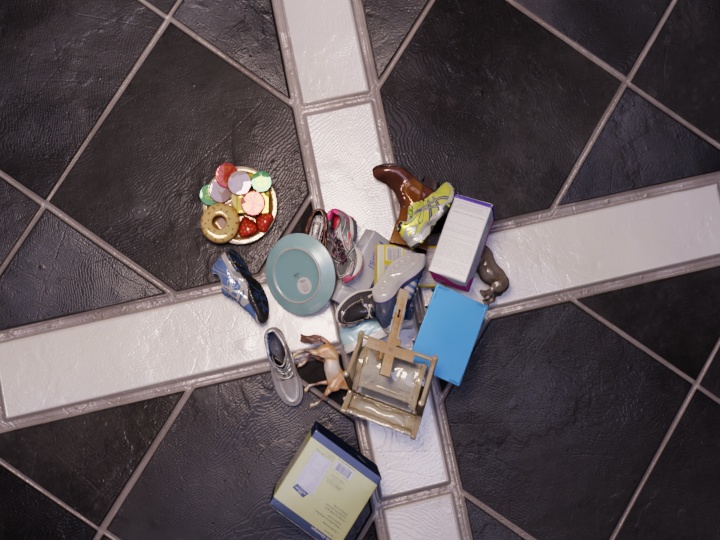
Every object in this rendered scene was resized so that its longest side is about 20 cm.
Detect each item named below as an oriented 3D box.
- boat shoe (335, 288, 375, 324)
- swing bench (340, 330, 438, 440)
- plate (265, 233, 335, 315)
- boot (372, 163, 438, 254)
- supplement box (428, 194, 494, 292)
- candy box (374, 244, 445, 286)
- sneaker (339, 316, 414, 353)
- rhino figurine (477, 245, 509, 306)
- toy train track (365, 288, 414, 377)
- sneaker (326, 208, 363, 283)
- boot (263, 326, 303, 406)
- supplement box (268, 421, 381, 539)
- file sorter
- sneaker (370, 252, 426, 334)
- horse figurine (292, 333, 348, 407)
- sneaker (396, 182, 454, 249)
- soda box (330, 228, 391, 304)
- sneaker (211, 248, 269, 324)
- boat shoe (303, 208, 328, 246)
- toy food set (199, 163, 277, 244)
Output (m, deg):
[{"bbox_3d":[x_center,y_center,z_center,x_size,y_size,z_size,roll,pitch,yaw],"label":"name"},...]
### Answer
[{"bbox_3d":[0.028,0.088,1.578,0.197,0.060,0.076,-17,121,-36],"label":"boat shoe"},{"bbox_3d":[0.064,0.272,1.512,0.194,0.202,0.132,18,54,10],"label":"swing bench"},{"bbox_3d":[-0.154,0.011,1.592,0.195,0.025,0.206,3,98,22],"label":"plate"},{"bbox_3d":[0.098,-0.154,1.621,0.184,0.068,0.205,21,69,-14],"label":"boot"},{"bbox_3d":[0.251,-0.065,1.584,0.101,0.101,0.205,17,79,18],"label":"supplement box"},{"bbox_3d":[0.126,-0.011,1.616,0.195,0.026,0.106,1,92,-24],"label":"candy box"},{"bbox_3d":[0.038,0.133,1.614,0.196,0.074,0.084,-24,84,-9],"label":"sneaker"},{"bbox_3d":[0.306,-0.016,1.645,0.086,0.060,0.203,-31,82,-3],"label":"rhino figurine"},{"bbox_3d":[0.073,0.141,1.450,0.112,0.033,0.205,19,68,-9],"label":"toy train track"},{"bbox_3d":[-0.049,-0.059,1.581,0.080,0.074,0.204,-30,52,26],"label":"sneaker"},{"bbox_3d":[-0.195,0.240,1.582,0.072,0.096,0.205,-21,87,-4],"label":"boot"},{"bbox_3d":[-0.085,0.514,1.550,0.198,0.134,0.202,35,85,0],"label":"supplement box"},{"bbox_3d":[0.206,0.157,1.596,0.136,0.123,0.205,22,86,-2],"label":"file sorter"},{"bbox_3d":[0.105,0.065,1.561,0.200,0.079,0.149,-44,129,-38],"label":"sneaker"},{"bbox_3d":[-0.090,0.245,1.610,0.129,0.050,0.205,-19,87,-4],"label":"horse figurine"},{"bbox_3d":[0.162,-0.149,1.566,0.076,0.075,0.201,39,65,-6],"label":"sneaker"},{"bbox_3d":[0.000,0.000,1.616,0.068,0.063,0.203,32,84,-22],"label":"soda box"},{"bbox_3d":[-0.297,0.049,1.611,0.076,0.076,0.203,-32,88,18],"label":"sneaker"},{"bbox_3d":[-0.121,-0.055,1.620,0.068,0.070,0.206,7,87,-1],"label":"boat shoe"},{"bbox_3d":[-0.308,-0.169,1.627,0.194,0.049,0.204,-1,86,-3],"label":"toy food set"}]
